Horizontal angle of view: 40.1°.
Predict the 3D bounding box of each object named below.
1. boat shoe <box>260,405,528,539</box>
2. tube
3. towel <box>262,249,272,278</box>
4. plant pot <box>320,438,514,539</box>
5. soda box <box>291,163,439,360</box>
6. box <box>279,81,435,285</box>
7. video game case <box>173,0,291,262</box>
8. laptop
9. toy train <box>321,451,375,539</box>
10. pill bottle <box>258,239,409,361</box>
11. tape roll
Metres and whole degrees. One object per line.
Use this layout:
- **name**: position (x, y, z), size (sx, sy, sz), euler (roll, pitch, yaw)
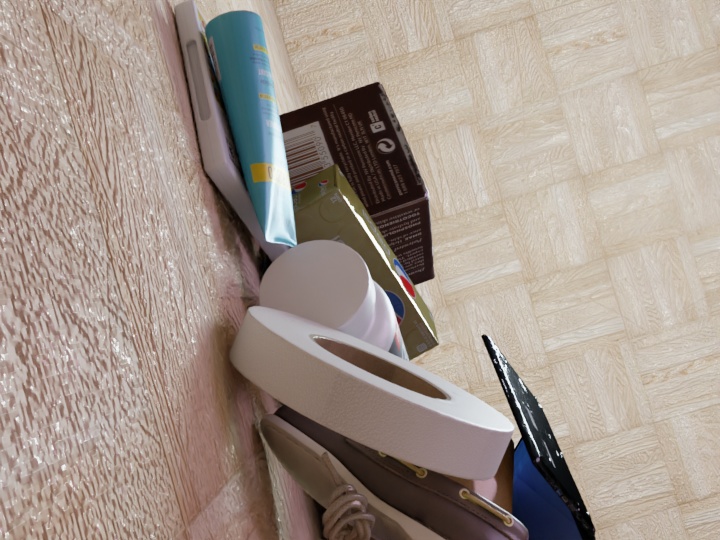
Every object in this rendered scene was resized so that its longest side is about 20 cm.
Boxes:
- **boat shoe**: position (0.019, 0.145, 0.669), size (0.199, 0.060, 0.072), euler (30, -31, 26)
- **tube**: position (-0.088, -0.117, 0.836), size (0.077, 0.050, 0.202), euler (9, 66, -68)
- **towel**: position (-0.064, 0.067, 1.024), size (0.147, 0.021, 0.202), euler (-104, 178, -63)
- **plant pot**: position (0.053, 0.255, 0.856), size (0.187, 0.184, 0.202), euler (70, 15, -62)
- **soda box**: position (0.000, 0.000, 0.970), size (0.201, 0.067, 0.064), euler (56, 13, -25)
- **box**: position (-0.018, -0.075, 1.136), size (0.200, 0.162, 0.167), euler (76, -6, -63)
- **video game case**: position (-0.112, -0.116, 0.908), size (0.200, 0.023, 0.184), euler (60, 14, -60)
- **laptop**: position (0.149, 0.200, 0.963), size (0.200, 0.103, 0.178), euler (50, 14, -33)
- **toy train**: position (-0.007, 0.225, 0.601), size (0.116, 0.084, 0.202), euler (-79, 156, -57)
- **pill bottle**: position (-0.018, 0.071, 0.869), size (0.201, 0.115, 0.117), euler (72, 3, -53)
- **tape roll**: position (0.008, 0.081, 0.672), size (0.203, 0.201, 0.037), euler (-45, 159, -88)
